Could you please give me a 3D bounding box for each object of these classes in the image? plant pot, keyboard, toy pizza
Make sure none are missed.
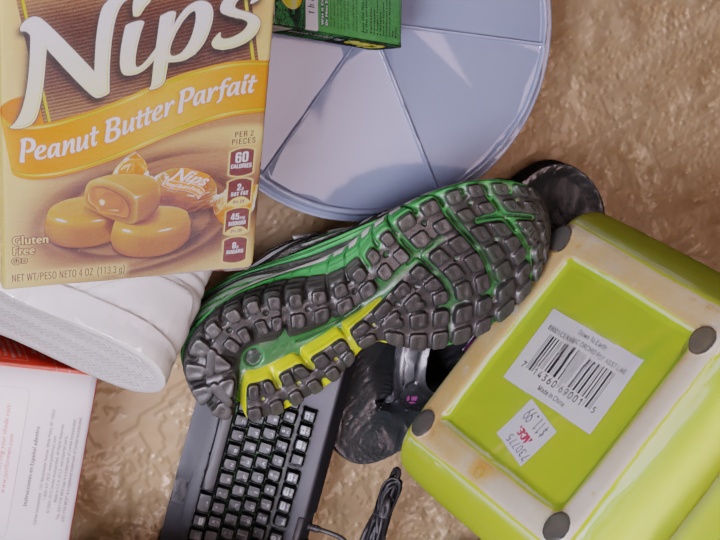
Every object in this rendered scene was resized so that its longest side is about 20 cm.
[{"bbox_3d":[0.151,0.095,0.905,0.199,0.200,0.181,-51,126,-2],"label":"plant pot"},{"bbox_3d":[-0.039,0.133,0.947,0.126,0.021,0.201,15,100,2],"label":"keyboard"},{"bbox_3d":[0.001,-0.125,0.906,0.199,0.032,0.202,-2,98,-16],"label":"toy pizza"}]

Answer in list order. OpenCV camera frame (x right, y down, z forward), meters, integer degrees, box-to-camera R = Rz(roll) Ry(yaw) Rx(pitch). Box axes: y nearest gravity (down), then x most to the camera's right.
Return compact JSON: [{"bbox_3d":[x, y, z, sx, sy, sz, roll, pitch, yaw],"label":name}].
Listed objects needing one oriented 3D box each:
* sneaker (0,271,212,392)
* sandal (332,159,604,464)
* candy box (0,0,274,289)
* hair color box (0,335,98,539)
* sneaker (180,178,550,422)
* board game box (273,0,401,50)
[{"bbox_3d":[-0.161,-0.033,0.868,0.199,0.074,0.116,27,63,-2],"label":"sneaker"},{"bbox_3d":[0.053,0.022,0.955,0.075,0.048,0.201,43,88,-22],"label":"sandal"},{"bbox_3d":[-0.099,-0.089,0.758,0.115,0.055,0.201,-6,130,-16],"label":"candy box"},{"bbox_3d":[-0.236,0.078,0.869,0.199,0.061,0.102,8,101,-21],"label":"hair color box"},{"bbox_3d":[0.000,0.000,0.893,0.199,0.085,0.078,-20,115,-6],"label":"sneaker"},{"bbox_3d":[-0.016,-0.208,0.831,0.105,0.023,0.201,1,90,-56],"label":"board game box"}]
